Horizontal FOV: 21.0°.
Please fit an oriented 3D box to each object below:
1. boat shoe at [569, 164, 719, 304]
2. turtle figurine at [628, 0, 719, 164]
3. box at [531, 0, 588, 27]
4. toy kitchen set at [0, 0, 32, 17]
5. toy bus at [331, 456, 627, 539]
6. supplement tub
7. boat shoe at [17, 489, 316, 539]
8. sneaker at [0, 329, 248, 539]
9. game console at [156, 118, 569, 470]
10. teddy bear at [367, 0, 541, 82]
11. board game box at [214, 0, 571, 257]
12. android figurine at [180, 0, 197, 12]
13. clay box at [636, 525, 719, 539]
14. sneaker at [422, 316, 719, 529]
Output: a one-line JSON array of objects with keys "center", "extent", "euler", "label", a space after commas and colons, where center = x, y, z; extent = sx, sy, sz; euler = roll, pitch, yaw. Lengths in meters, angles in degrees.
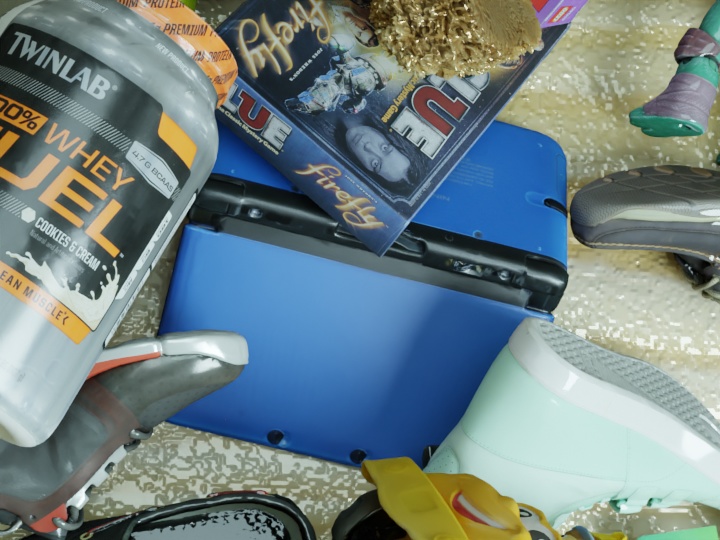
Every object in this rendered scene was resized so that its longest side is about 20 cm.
[{"center": [0.208, -0.011, 1.040], "extent": [0.198, 0.075, 0.074], "euler": [2, 107, -10], "label": "boat shoe"}, {"center": [0.216, -0.163, 1.077], "extent": [0.148, 0.101, 0.202], "euler": [16, 80, -7], "label": "turtle figurine"}, {"center": [0.084, -0.250, 1.036], "extent": [0.201, 0.137, 0.039], "euler": [52, 35, 15], "label": "box"}, {"center": [-0.249, -0.133, 0.957], "extent": [0.199, 0.180, 0.165], "euler": [-10, 114, -47], "label": "toy kitchen set"}, {"center": [0.090, 0.185, 0.909], "extent": [0.190, 0.136, 0.202], "euler": [-8, 114, -13], "label": "toy bus"}, {"center": [-0.145, -0.033, 0.882], "extent": [0.122, 0.123, 0.201], "euler": [30, 75, -2], "label": "supplement tub"}, {"center": [-0.118, 0.153, 0.951], "extent": [0.199, 0.063, 0.074], "euler": [-14, 81, -12], "label": "boat shoe"}, {"center": [-0.142, 0.086, 0.952], "extent": [0.198, 0.077, 0.083], "euler": [-20, 88, 5], "label": "sneaker"}, {"center": [0.000, 0.000, 1.033], "extent": [0.198, 0.119, 0.172], "euler": [14, 43, -8], "label": "game console"}, {"center": [0.020, -0.189, 0.974], "extent": [0.201, 0.066, 0.145], "euler": [61, 38, -11], "label": "teddy bear"}, {"center": [0.013, -0.114, 1.013], "extent": [0.135, 0.035, 0.200], "euler": [40, 48, 0], "label": "board game box"}, {"center": [-0.112, -0.219, 1.004], "extent": [0.181, 0.041, 0.202], "euler": [13, 95, 30], "label": "android figurine"}, {"center": [0.203, 0.232, 0.999], "extent": [0.114, 0.048, 0.202], "euler": [-5, 76, -10], "label": "clay box"}, {"center": [0.116, 0.105, 0.998], "extent": [0.200, 0.074, 0.118], "euler": [27, 110, -37], "label": "sneaker"}]
